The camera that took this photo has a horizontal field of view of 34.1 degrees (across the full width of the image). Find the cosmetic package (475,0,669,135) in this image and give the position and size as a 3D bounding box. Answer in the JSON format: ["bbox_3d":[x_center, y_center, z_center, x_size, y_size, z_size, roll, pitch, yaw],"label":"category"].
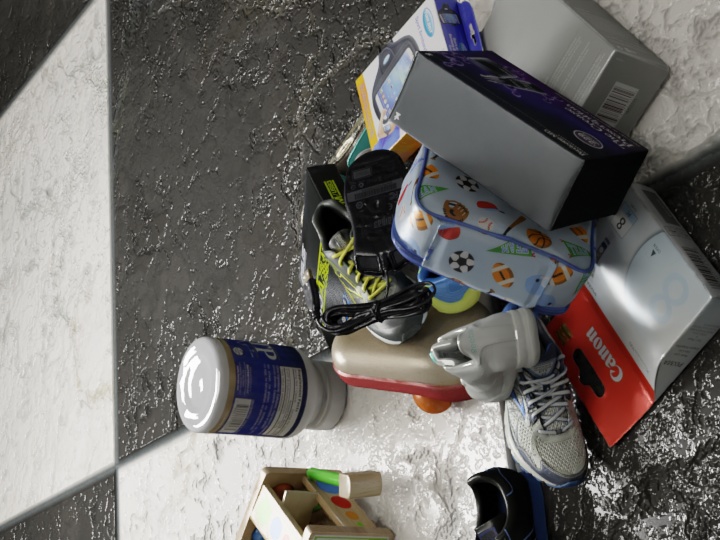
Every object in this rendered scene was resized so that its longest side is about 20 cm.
[{"bbox_3d":[0.213,-0.224,1.215,0.107,0.089,0.201,-60,37,29],"label":"cosmetic package"}]

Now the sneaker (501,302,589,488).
[{"bbox_3d":[0.174,0.118,1.166,0.086,0.076,0.202,91,163,-57],"label":"sneaker"}]

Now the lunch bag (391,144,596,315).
[{"bbox_3d":[0.133,-0.046,1.118,0.161,0.198,0.076,-75,9,-54],"label":"lunch bag"}]

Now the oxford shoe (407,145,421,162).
[{"bbox_3d":[0.108,-0.158,1.361,0.199,0.070,0.076,15,92,55],"label":"oxford shoe"}]

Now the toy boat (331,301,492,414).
[{"bbox_3d":[0.072,0.106,1.318,0.198,0.132,0.131,4,41,38],"label":"toy boat"}]

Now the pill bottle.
[{"bbox_3d":[-0.123,0.153,1.501,0.119,0.198,0.121,-17,68,51],"label":"pill bottle"}]

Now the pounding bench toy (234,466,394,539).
[{"bbox_3d":[-0.052,0.296,1.432,0.156,0.123,0.202,42,116,51],"label":"pounding bench toy"}]

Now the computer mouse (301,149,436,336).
[{"bbox_3d":[0.002,-0.022,1.228,0.139,0.046,0.202,-20,61,13],"label":"computer mouse"}]

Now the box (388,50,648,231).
[{"bbox_3d":[0.147,-0.127,1.099,0.199,0.140,0.080,38,121,26],"label":"box"}]

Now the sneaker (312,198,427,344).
[{"bbox_3d":[0.000,0.000,1.277,0.074,0.084,0.201,-42,49,8],"label":"sneaker"}]

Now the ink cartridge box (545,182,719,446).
[{"bbox_3d":[0.250,0.043,1.129,0.201,0.047,0.161,-56,41,29],"label":"ink cartridge box"}]

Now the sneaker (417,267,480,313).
[{"bbox_3d":[0.139,-0.033,1.214,0.200,0.105,0.076,-45,63,10],"label":"sneaker"}]

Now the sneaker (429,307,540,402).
[{"bbox_3d":[0.107,0.082,1.127,0.200,0.087,0.076,105,157,-70],"label":"sneaker"}]

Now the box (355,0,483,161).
[{"bbox_3d":[0.067,-0.219,1.336,0.200,0.041,0.120,-44,52,50],"label":"box"}]

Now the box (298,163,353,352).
[{"bbox_3d":[-0.026,0.004,1.469,0.202,0.047,0.194,97,153,-45],"label":"box"}]

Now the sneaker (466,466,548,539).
[{"bbox_3d":[0.156,0.295,1.177,0.070,0.077,0.202,-43,49,41],"label":"sneaker"}]

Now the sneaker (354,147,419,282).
[{"bbox_3d":[0.049,-0.062,1.432,0.082,0.074,0.202,-30,69,40],"label":"sneaker"}]

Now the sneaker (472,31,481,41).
[{"bbox_3d":[0.124,-0.244,1.366,0.200,0.070,0.083,46,113,44],"label":"sneaker"}]

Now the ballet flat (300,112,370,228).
[{"bbox_3d":[-0.014,-0.136,1.545,0.201,0.067,0.076,-56,20,23],"label":"ballet flat"}]
